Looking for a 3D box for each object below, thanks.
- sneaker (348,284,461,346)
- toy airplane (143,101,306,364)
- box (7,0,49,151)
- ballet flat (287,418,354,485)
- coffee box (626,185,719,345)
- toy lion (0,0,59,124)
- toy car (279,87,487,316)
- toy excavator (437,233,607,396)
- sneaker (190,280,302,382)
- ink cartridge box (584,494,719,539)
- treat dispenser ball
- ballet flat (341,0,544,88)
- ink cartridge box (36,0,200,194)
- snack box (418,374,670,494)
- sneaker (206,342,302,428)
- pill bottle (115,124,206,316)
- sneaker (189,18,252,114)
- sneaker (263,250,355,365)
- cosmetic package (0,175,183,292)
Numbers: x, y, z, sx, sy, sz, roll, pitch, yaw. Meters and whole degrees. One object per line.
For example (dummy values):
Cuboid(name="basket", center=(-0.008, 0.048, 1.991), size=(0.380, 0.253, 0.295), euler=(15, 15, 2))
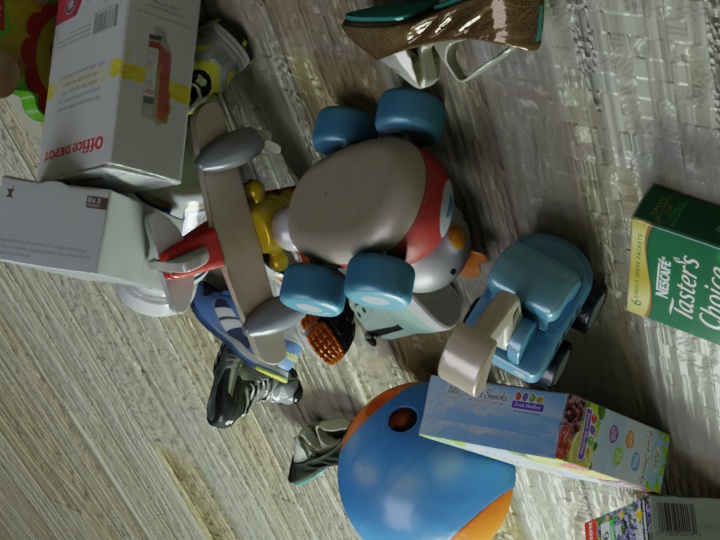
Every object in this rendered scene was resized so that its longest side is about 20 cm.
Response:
Cuboid(name="sneaker", center=(0.000, 0.001, 1.327), size=(0.201, 0.074, 0.118), euler=(47, 142, -18))
Cuboid(name="toy airplane", center=(-0.110, -0.035, 1.248), size=(0.139, 0.202, 0.200), euler=(-5, 150, 34))
Cuboid(name="box", center=(-0.335, -0.218, 1.384), size=(0.077, 0.095, 0.201), euler=(10, 140, 38))
Cuboid(name="ballet flat", center=(-0.043, 0.229, 1.699), size=(0.199, 0.068, 0.069), euler=(-27, 102, 46))
Cuboid(name="coffee box", center=(0.314, 0.016, 1.047), size=(0.198, 0.044, 0.124), euler=(23, 146, 24))
Cuboid(name="toy lion", center=(-0.308, -0.237, 1.277), size=(0.068, 0.190, 0.204), euler=(0, 93, 46))
Cuboid(name="toy car", center=(0.051, -0.037, 1.185), size=(0.198, 0.187, 0.176), euler=(22, 161, -37))
Cuboid(name="toy excavator", center=(0.130, 0.037, 1.105), size=(0.099, 0.196, 0.201), euler=(27, 162, 19))
Cuboid(name="sneaker", center=(-0.136, 0.057, 1.564), size=(0.199, 0.083, 0.074), euler=(35, -175, 37))
Cuboid(name="ink cartridge box", center=(0.300, 0.285, 1.363), size=(0.107, 0.051, 0.200), euler=(7, 156, -18))
Cuboid(name="treat dispenser ball", center=(0.073, 0.224, 1.423), size=(0.199, 0.202, 0.202), euler=(27, 148, 18))
Cuboid(name="ballet flat", center=(0.065, -0.184, 1.022), size=(0.198, 0.068, 0.073), euler=(-3, 109, 42))
Cuboid(name="ink cartridge box", center=(-0.227, -0.177, 1.211), size=(0.083, 0.203, 0.144), euler=(13, 168, -40))
Cuboid(name="snack box", center=(0.183, 0.162, 1.273), size=(0.167, 0.069, 0.199), euler=(5, 166, 43))
Cuboid(name="sneaker", center=(-0.123, 0.144, 1.588), size=(0.114, 0.201, 0.076), euler=(22, 110, -10))
Cuboid(name="pill bottle", center=(-0.210, -0.050, 1.408), size=(0.115, 0.116, 0.201), euler=(31, 134, 11))
Cuboid(name="sneaker", center=(-0.186, -0.186, 1.281), size=(0.075, 0.077, 0.199), euler=(45, 149, -14))
Cuboid(name="sneaker", center=(-0.079, 0.018, 1.456), size=(0.091, 0.076, 0.202), euler=(2, 127, 55))
Cuboid(name="cosmetic package", center=(-0.255, -0.031, 1.231), size=(0.111, 0.083, 0.200), euler=(8, 177, 14))
